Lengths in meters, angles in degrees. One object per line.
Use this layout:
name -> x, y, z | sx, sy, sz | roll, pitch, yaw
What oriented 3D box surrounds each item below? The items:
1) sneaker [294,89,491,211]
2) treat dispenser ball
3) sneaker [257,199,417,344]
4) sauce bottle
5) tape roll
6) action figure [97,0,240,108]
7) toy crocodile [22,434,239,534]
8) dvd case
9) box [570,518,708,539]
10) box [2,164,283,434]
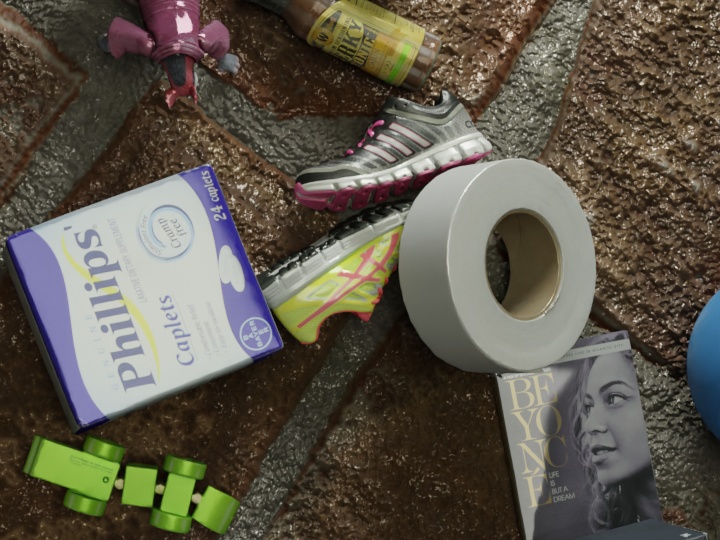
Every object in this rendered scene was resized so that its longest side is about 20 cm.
sneaker -> 0.023, -0.120, 1.512 | 0.199, 0.074, 0.088 | -18, 79, -12
treat dispenser ball -> 0.418, 0.092, 1.519 | 0.200, 0.201, 0.202 | 2, 83, -14
sneaker -> 0.000, 0.000, 1.496 | 0.199, 0.078, 0.091 | -30, 102, -11
sauce bottle -> -0.021, -0.239, 1.517 | 0.199, 0.065, 0.065 | 23, 79, -9
tape roll -> 0.132, -0.003, 1.486 | 0.202, 0.071, 0.204 | 4, 85, -40
action figure -> -0.169, -0.247, 1.444 | 0.133, 0.149, 0.201 | -8, 72, -21
toy crocodile -> -0.206, 0.194, 1.427 | 0.199, 0.062, 0.068 | 14, 86, -7
dvd case -> 0.215, 0.170, 1.554 | 0.148, 0.016, 0.201 | -9, 86, -14
box -> 0.234, 0.358, 1.478 | 0.199, 0.124, 0.198 | -11, 93, -15
box -> -0.199, 0.028, 1.421 | 0.199, 0.105, 0.185 | -22, 89, -15
